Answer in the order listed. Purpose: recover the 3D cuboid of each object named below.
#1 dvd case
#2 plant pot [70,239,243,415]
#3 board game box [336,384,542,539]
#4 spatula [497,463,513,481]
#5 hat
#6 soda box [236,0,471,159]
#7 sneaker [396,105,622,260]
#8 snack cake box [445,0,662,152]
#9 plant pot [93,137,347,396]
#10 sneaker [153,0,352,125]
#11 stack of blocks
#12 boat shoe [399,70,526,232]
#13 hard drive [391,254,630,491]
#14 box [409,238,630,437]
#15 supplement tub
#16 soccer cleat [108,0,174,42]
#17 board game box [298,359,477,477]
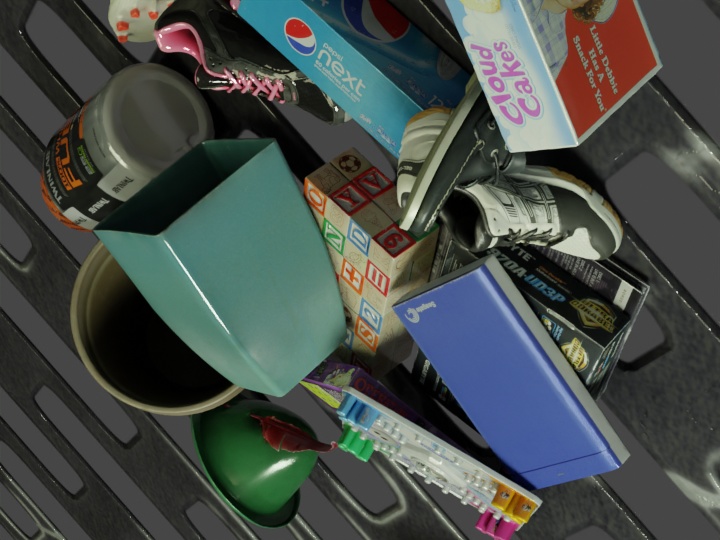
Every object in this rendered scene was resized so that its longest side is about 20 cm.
[{"bbox_3d":[0.142,0.007,1.343,0.199,0.016,0.149,36,143,19],"label":"dvd case"},{"bbox_3d":[-0.177,0.053,1.587,0.200,0.200,0.174,42,172,8],"label":"plant pot"},{"bbox_3d":[0.065,0.184,1.456,0.199,0.026,0.200,30,166,7],"label":"board game box"},{"bbox_3d":[0.148,0.170,1.486,0.056,0.021,0.201,36,141,15],"label":"spatula"},{"bbox_3d":[-0.062,0.163,1.658,0.176,0.201,0.165,-37,140,24],"label":"hat"},{"bbox_3d":[-0.003,-0.180,1.279,0.200,0.064,0.068,42,145,8],"label":"soda box"},{"bbox_3d":[0.110,-0.042,1.220,0.199,0.088,0.076,26,151,-16],"label":"sneaker"},{"bbox_3d":[0.121,-0.197,1.084,0.067,0.115,0.201,-1,122,47],"label":"snack cake box"},{"bbox_3d":[-0.109,0.004,1.418,0.141,0.141,0.201,7,133,57],"label":"plant pot"},{"bbox_3d":[-0.094,-0.175,1.349,0.199,0.095,0.079,36,154,17],"label":"sneaker"},{"bbox_3d":[0.000,0.000,1.440,0.115,0.058,0.201,42,149,23],"label":"stack of blocks"},{"bbox_3d":[0.094,-0.098,1.144,0.066,0.200,0.075,31,148,-2],"label":"boat shoe"},{"bbox_3d":[0.123,0.090,1.321,0.201,0.025,0.132,55,144,-7],"label":"hard drive"},{"bbox_3d":[0.131,0.070,1.357,0.158,0.046,0.201,36,142,19],"label":"box"},{"bbox_3d":[-0.235,-0.112,1.544,0.123,0.122,0.200,52,145,-6],"label":"supplement tub"},{"bbox_3d":[-0.188,-0.270,1.403,0.200,0.069,0.078,118,148,-66],"label":"soccer cleat"},{"bbox_3d":[0.029,0.147,1.509,0.200,0.032,0.120,40,168,-29],"label":"board game box"}]
